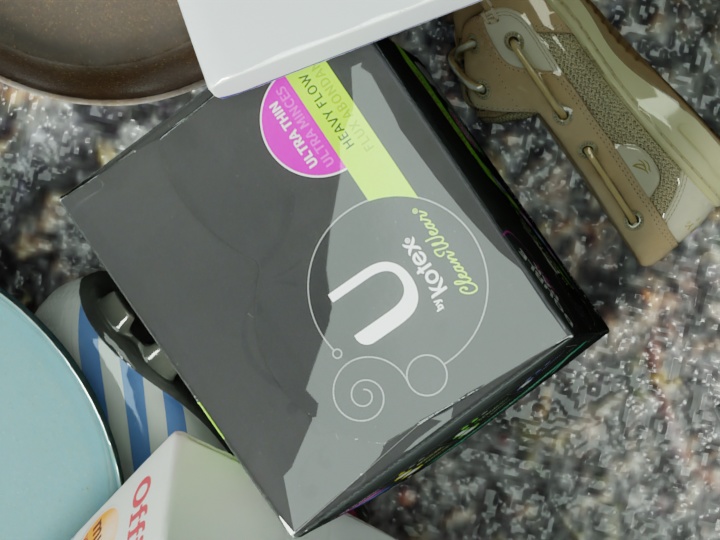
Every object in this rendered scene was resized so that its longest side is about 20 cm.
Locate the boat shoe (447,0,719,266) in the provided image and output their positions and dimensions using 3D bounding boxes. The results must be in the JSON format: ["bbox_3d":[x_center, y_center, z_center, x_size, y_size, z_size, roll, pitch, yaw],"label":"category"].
[{"bbox_3d":[0.068,-0.087,0.909,0.065,0.071,0.200,-44,94,7],"label":"boat shoe"}]

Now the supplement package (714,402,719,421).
[{"bbox_3d":[0.257,0.114,0.880,0.150,0.152,0.200,-31,94,7],"label":"supplement package"}]

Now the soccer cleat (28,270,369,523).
[{"bbox_3d":[-0.070,0.091,0.949,0.086,0.070,0.200,-41,90,22],"label":"soccer cleat"}]

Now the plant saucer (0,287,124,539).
[{"bbox_3d":[-0.180,0.080,0.938,0.200,0.027,0.201,9,112,22],"label":"plant saucer"}]

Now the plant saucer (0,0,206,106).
[{"bbox_3d":[-0.108,-0.163,0.902,0.200,0.032,0.201,1,85,-17],"label":"plant saucer"}]

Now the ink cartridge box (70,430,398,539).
[{"bbox_3d":[-0.069,0.193,0.857,0.144,0.147,0.200,29,126,-22],"label":"ink cartridge box"}]

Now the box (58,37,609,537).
[{"bbox_3d":[0.000,0.000,0.849,0.124,0.200,0.149,-36,83,8],"label":"box"}]

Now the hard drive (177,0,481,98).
[{"bbox_3d":[-0.020,-0.174,0.752,0.132,0.025,0.201,-20,80,4],"label":"hard drive"}]
